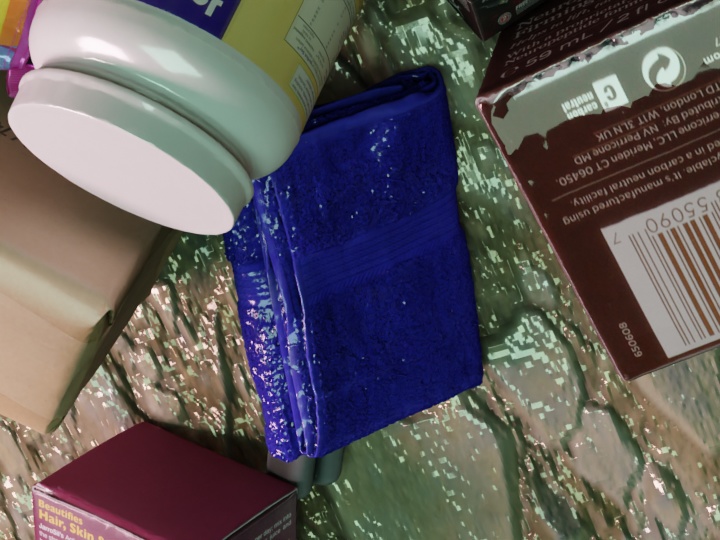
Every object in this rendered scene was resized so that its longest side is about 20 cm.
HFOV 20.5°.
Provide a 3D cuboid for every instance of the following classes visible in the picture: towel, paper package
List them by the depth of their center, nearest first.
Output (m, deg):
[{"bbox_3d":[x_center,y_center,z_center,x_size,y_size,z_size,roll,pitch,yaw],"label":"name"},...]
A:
[{"bbox_3d":[-0.211,-0.028,1.097,0.199,0.191,0.104,28,117,-2],"label":"paper package"},{"bbox_3d":[0.000,0.000,1.110,0.147,0.050,0.201,-21,118,-23],"label":"towel"}]

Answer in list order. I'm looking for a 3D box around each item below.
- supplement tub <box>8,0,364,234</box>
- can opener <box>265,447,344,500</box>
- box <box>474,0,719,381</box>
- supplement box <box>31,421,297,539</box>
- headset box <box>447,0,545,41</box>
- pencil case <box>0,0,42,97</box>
[{"bbox_3d":[-0.077,-0.135,0.995,0.145,0.201,0.145,22,163,7],"label":"supplement tub"},{"bbox_3d":[-0.032,0.039,1.182,0.066,0.053,0.201,25,122,38],"label":"can opener"},{"bbox_3d":[0.174,-0.081,0.990,0.165,0.200,0.165,-24,109,20],"label":"box"},{"bbox_3d":[-0.118,0.215,1.225,0.131,0.103,0.201,21,122,32],"label":"supplement box"},{"bbox_3d":[0.078,-0.224,0.925,0.148,0.075,0.200,-34,147,-4],"label":"headset box"},{"bbox_3d":[-0.173,-0.199,1.067,0.088,0.088,0.201,20,118,1],"label":"pencil case"}]
